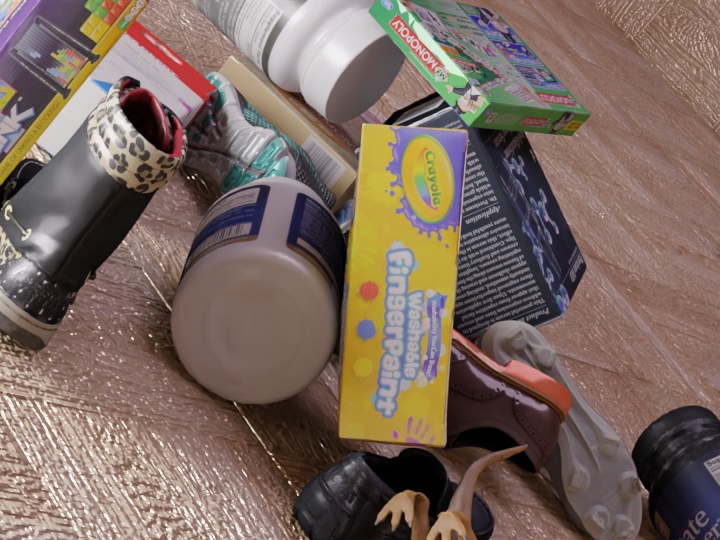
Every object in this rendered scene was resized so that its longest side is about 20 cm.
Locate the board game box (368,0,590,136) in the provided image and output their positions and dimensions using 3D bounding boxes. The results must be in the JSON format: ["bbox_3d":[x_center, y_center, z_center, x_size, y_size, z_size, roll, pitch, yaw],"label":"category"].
[{"bbox_3d":[0.102,-0.172,1.787,0.135,0.029,0.200,51,23,19],"label":"board game box"}]

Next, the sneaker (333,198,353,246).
[{"bbox_3d":[0.000,0.000,1.649,0.085,0.077,0.200,51,-8,-10],"label":"sneaker"}]

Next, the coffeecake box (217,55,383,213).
[{"bbox_3d":[-0.043,-0.111,1.876,0.153,0.073,0.200,43,16,11],"label":"coffeecake box"}]

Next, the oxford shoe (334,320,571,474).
[{"bbox_3d":[0.058,0.088,1.600,0.199,0.073,0.071,22,-26,-1],"label":"oxford shoe"}]

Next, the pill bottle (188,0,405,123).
[{"bbox_3d":[-0.060,-0.224,1.804,0.200,0.114,0.114,44,17,21],"label":"pill bottle"}]

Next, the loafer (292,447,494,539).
[{"bbox_3d":[0.035,0.151,1.385,0.068,0.070,0.200,51,19,28],"label":"loafer"}]

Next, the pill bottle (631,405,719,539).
[{"bbox_3d":[0.306,0.207,1.762,0.112,0.112,0.200,26,22,-40],"label":"pill bottle"}]

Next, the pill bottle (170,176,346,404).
[{"bbox_3d":[-0.065,0.004,1.469,0.111,0.111,0.200,37,17,-10],"label":"pill bottle"}]

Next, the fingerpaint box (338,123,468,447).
[{"bbox_3d":[0.025,0.015,1.417,0.073,0.202,0.167,4,-4,0],"label":"fingerpaint box"}]

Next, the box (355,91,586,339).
[{"bbox_3d":[0.097,-0.050,1.825,0.201,0.107,0.148,64,19,-10],"label":"box"}]

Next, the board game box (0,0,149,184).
[{"bbox_3d":[-0.214,-0.136,1.345,0.057,0.200,0.166,36,17,-20],"label":"board game box"}]

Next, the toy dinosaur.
[{"bbox_3d":[0.056,0.170,1.331,0.106,0.060,0.201,58,31,-47],"label":"toy dinosaur"}]

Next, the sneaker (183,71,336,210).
[{"bbox_3d":[-0.086,-0.088,1.710,0.091,0.078,0.200,32,12,-38],"label":"sneaker"}]

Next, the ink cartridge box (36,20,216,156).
[{"bbox_3d":[-0.190,-0.133,1.621,0.116,0.067,0.200,40,17,-1],"label":"ink cartridge box"}]

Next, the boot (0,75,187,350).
[{"bbox_3d":[-0.168,-0.054,1.316,0.073,0.154,0.204,34,18,-19],"label":"boot"}]

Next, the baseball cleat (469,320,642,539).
[{"bbox_3d":[0.153,0.130,1.701,0.201,0.069,0.106,63,-21,0],"label":"baseball cleat"}]
